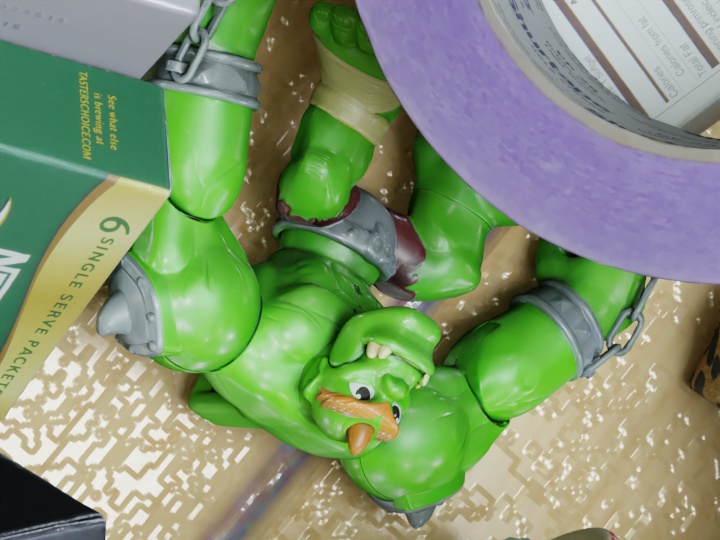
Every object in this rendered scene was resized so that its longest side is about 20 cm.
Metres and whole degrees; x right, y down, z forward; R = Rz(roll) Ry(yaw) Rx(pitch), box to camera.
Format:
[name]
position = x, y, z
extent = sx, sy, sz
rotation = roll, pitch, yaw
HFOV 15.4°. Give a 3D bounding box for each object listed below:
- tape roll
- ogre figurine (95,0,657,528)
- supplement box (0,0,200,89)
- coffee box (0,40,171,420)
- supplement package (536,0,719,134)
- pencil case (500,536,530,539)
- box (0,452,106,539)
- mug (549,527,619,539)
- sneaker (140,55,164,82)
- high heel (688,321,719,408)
[tape roll]
position = 0.100, -0.098, 0.706
extent = 0.199, 0.085, 0.201
rotation = 1, 93, 14
[ogre figurine]
position = 0.000, 0.000, 0.816
extent = 0.200, 0.098, 0.120
rotation = 40, 74, -52
[supplement box]
position = -0.102, -0.159, 0.763
extent = 0.109, 0.061, 0.201
rotation = 13, 64, -24
[coffee box]
position = -0.165, -0.025, 0.734
extent = 0.200, 0.123, 0.044
rotation = 15, 46, -28
[supplement package]
position = 0.127, -0.129, 0.799
extent = 0.200, 0.114, 0.110
rotation = -37, 85, 13
[pencil case]
position = 0.052, 0.184, 0.835
extent = 0.091, 0.083, 0.200
rotation = -24, 97, 3
[box]
position = -0.175, 0.155, 0.714
extent = 0.200, 0.104, 0.183
rotation = -8, 105, -31
[mug]
position = 0.067, 0.194, 0.729
extent = 0.177, 0.133, 0.200
rotation = -37, 95, -19
[sneaker]
position = -0.139, -0.109, 0.798
extent = 0.200, 0.074, 0.087
rotation = 27, 69, -21
[high heel]
position = 0.149, 0.080, 0.809
extent = 0.071, 0.142, 0.200
rotation = 31, 53, -27
